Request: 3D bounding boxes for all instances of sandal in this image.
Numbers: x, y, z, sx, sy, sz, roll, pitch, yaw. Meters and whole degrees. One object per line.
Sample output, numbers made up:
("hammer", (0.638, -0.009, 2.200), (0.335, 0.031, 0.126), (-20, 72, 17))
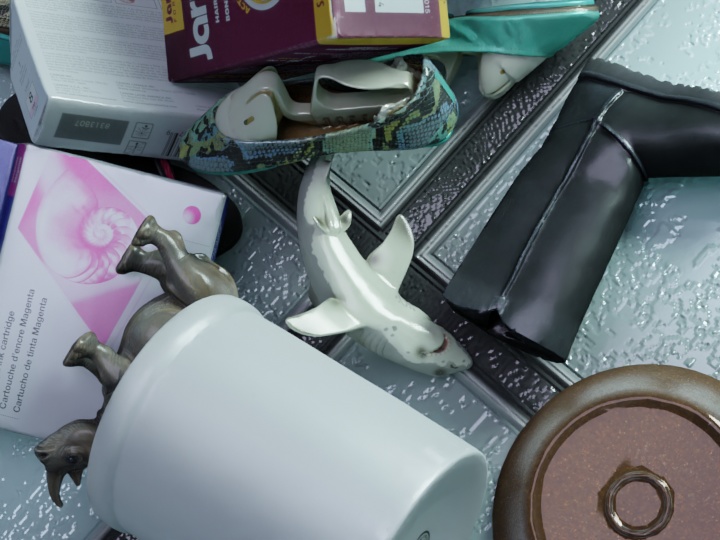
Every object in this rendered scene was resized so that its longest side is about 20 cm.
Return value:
("sandal", (-0.176, -0.070, 1.209), (0.199, 0.045, 0.075), (32, 65, 2))

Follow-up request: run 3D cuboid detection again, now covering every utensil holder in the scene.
("utensil holder", (-0.043, 0.134, 1.057), (0.199, 0.170, 0.170), (28, 81, 22))

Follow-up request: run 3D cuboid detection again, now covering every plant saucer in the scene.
("plant saucer", (0.176, 0.150, 1.051), (0.199, 0.037, 0.202), (-7, 68, 16))

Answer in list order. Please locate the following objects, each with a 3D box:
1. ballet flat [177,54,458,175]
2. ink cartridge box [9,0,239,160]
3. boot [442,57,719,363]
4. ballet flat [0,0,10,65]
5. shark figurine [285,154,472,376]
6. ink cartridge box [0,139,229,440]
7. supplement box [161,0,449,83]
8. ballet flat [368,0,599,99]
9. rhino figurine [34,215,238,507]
("ballet flat", (-0.035, -0.112, 1.127), (0.199, 0.074, 0.075), (-8, 68, 11))
("ink cartridge box", (-0.180, -0.163, 1.230), (0.057, 0.162, 0.200), (-64, 37, 33))
("boot", (0.167, -0.029, 1.097), (0.164, 0.066, 0.200), (22, 70, 36))
("ballet flat", (-0.234, -0.179, 1.296), (0.199, 0.068, 0.075), (25, 64, 27))
("shark figurine", (-0.017, -0.015, 1.157), (0.127, 0.090, 0.216), (-10, 72, -22))
("ink cartridge box", (-0.209, 0.018, 1.162), (0.199, 0.043, 0.197), (13, 90, -1))
("supplement box", (-0.044, -0.205, 1.136), (0.200, 0.103, 0.132), (-6, 90, 52))
("ballet flat", (0.073, -0.156, 1.192), (0.199, 0.067, 0.071), (1, 95, 18))
("rhino figurine", (-0.153, 0.070, 1.111), (0.087, 0.060, 0.201), (29, 90, -8))
